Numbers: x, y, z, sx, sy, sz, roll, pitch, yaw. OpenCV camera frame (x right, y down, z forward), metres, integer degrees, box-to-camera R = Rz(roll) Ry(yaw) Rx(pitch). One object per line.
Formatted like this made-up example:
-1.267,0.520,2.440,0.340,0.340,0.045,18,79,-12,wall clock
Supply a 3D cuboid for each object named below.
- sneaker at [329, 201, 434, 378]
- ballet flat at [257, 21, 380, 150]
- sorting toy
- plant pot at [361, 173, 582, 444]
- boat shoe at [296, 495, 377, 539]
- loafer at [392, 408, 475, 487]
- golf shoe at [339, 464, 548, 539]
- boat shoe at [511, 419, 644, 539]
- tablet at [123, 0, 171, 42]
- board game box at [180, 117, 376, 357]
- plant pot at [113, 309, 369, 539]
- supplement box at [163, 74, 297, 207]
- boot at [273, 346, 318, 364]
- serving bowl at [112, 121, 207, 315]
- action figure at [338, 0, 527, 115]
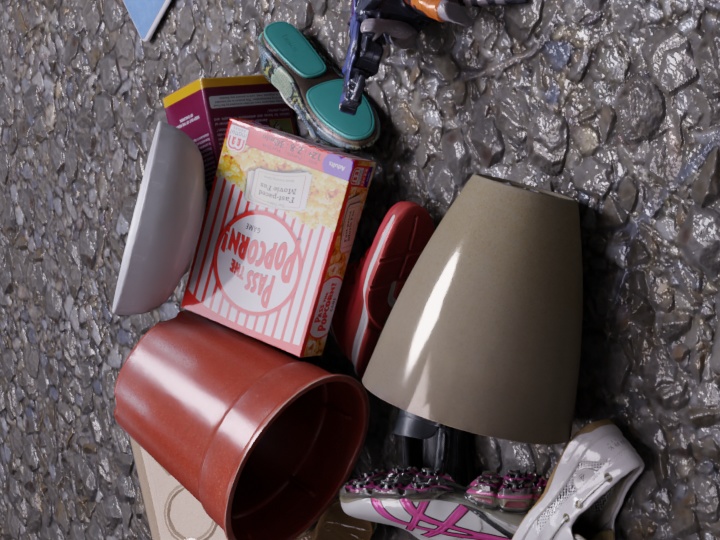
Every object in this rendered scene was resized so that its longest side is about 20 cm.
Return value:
0.000,0.000,1.549,0.116,0.078,0.200,42,127,37,sneaker
-0.042,-0.172,1.583,0.200,0.074,0.074,57,137,35,ballet flat
-0.154,0.213,1.682,0.200,0.036,0.185,-19,79,25,sorting toy
0.116,0.024,1.341,0.187,0.187,0.200,24,102,48,plant pot
-0.026,0.283,1.664,0.073,0.063,0.200,42,137,-1,boat shoe
0.066,0.145,1.498,0.068,0.070,0.201,0,97,52,loafer
0.076,0.231,1.439,0.200,0.073,0.092,2,101,17,golf shoe
0.187,0.226,1.359,0.069,0.071,0.200,46,129,38,boat shoe
-0.239,-0.378,1.829,0.200,0.014,0.130,-50,59,46,tablet
-0.083,-0.033,1.540,0.151,0.046,0.200,20,101,28,board game box
-0.129,0.147,1.556,0.195,0.201,0.201,31,121,31,plant pot
-0.126,-0.101,1.661,0.086,0.110,0.200,-17,84,53,supplement box
-0.110,0.144,1.732,0.162,0.073,0.199,-1,99,46,boot
-0.196,-0.047,1.578,0.200,0.066,0.200,-166,90,-81,serving bowl
0.051,-0.227,1.419,0.193,0.105,0.200,-8,66,57,action figure
